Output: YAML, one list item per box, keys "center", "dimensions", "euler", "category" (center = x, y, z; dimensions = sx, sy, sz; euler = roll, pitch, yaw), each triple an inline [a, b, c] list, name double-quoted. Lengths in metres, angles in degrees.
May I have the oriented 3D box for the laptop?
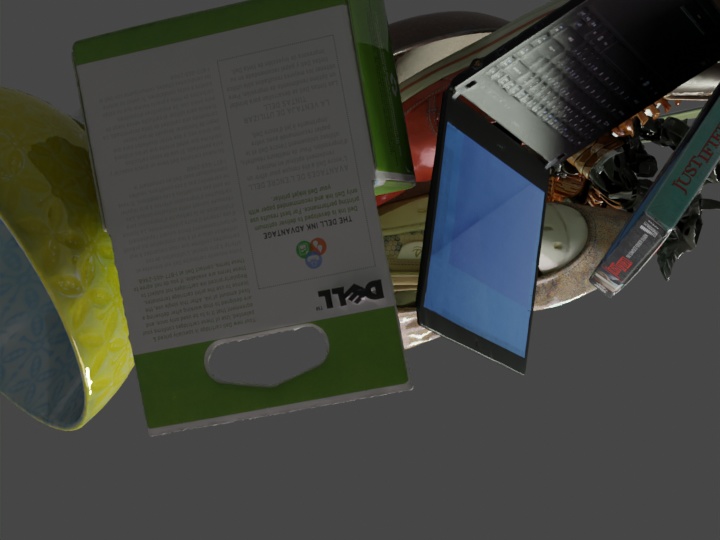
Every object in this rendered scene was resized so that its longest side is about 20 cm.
- center: [0.117, -0.052, 1.285]
  dimensions: [0.200, 0.103, 0.177]
  euler: [-33, 160, 12]
  category: "laptop"

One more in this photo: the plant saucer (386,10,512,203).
- center: [0.022, -0.091, 1.445]
  dimensions: [0.200, 0.035, 0.200]
  euler: [-20, 157, -9]
  category: "plant saucer"

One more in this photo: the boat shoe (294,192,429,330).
- center: [0.000, 0.000, 1.469]
  dimensions: [0.200, 0.063, 0.073]
  euler: [-15, 172, 34]
  category: "boat shoe"

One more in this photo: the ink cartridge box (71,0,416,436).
- center: [-0.049, -0.030, 1.239]
  dimensions: [0.147, 0.201, 0.076]
  euler: [-11, 178, 17]
  category: "ink cartridge box"

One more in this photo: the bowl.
- center: [-0.168, -0.026, 1.326]
  dimensions: [0.108, 0.200, 0.200]
  euler: [-37, -170, -25]
  category: "bowl"

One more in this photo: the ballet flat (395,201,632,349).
- center: [0.088, -0.005, 1.575]
  dimensions: [0.199, 0.068, 0.067]
  euler: [-23, 140, -6]
  category: "ballet flat"

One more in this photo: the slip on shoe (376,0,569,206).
- center: [0.060, -0.081, 1.387]
  dimensions: [0.200, 0.061, 0.074]
  euler: [-30, 158, 16]
  category: "slip on shoe"

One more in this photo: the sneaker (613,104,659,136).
- center: [0.171, -0.133, 1.672]
  dimensions: [0.088, 0.076, 0.200]
  euler: [6, 161, -40]
  category: "sneaker"

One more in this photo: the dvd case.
- center: [0.183, -0.064, 1.352]
  dimensions: [0.022, 0.146, 0.200]
  euler: [34, 171, 5]
  category: "dvd case"

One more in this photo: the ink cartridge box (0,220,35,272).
- center: [-0.196, -0.038, 1.476]
  dimensions: [0.199, 0.083, 0.147]
  euler: [-1, 180, 9]
  category: "ink cartridge box"

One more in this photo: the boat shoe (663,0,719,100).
- center: [0.205, -0.138, 1.490]
  dimensions: [0.199, 0.071, 0.070]
  euler: [0, 166, -30]
  category: "boat shoe"

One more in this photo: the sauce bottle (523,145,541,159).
- center: [0.086, -0.079, 1.616]
  dimensions: [0.065, 0.065, 0.200]
  euler: [-9, 148, -45]
  category: "sauce bottle"

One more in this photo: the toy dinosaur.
- center: [0.170, -0.072, 1.634]
  dimensions: [0.136, 0.102, 0.200]
  euler: [32, 169, -7]
  category: "toy dinosaur"
